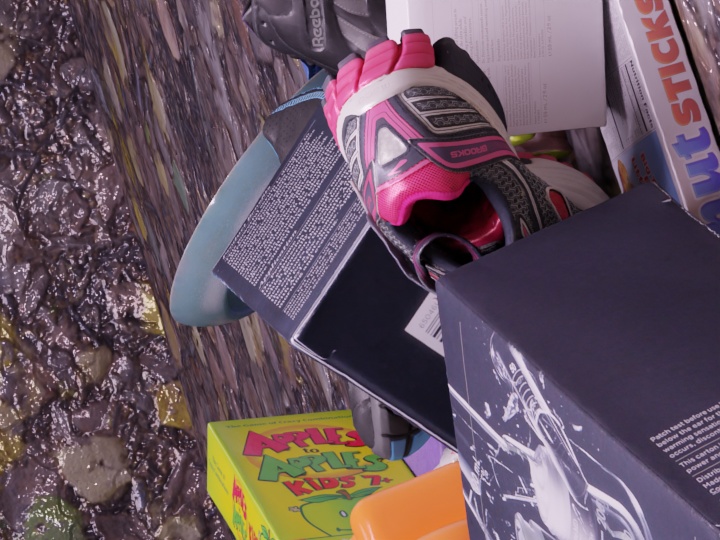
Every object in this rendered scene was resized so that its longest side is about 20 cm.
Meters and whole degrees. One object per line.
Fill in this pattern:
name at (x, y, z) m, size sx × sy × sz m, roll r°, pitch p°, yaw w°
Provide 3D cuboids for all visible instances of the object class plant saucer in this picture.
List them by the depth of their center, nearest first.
plant saucer at (-0.040, -0.043, 1.475) m, size 0.027 × 0.200 × 0.200 m, roll 36°, pitch 158°, yaw 13°

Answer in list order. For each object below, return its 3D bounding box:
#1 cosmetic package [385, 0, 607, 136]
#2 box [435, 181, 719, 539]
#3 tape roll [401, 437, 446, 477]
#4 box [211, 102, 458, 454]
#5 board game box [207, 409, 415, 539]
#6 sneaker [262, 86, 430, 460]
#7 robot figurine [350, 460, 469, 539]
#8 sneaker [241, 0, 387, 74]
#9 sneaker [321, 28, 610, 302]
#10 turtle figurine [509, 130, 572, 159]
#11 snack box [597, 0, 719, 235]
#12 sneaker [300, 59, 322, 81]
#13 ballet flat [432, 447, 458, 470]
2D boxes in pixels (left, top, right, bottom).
cosmetic package at (0.049, -0.155, 0.981) m, size 0.051 × 0.082 × 0.201 m, roll -128°, pitch 33°, yaw -69°
box at (0.125, 0.104, 0.923) m, size 0.182 × 0.104 × 0.201 m, roll 44°, pitch 150°, yaw 48°
tape roll at (0.041, 0.027, 1.429) m, size 0.200 × 0.065 × 0.201 m, roll 163°, pitch 90°, yaw -80°
box at (0.033, 0.011, 1.155) m, size 0.148 × 0.107 × 0.200 m, roll 34°, pitch 180°, yaw -16°
board game box at (-0.019, 0.142, 1.442) m, size 0.200 × 0.101 × 0.048 m, roll -131°, pitch 39°, yaw -65°
sneaker at (0.000, 0.000, 1.303) m, size 0.082 × 0.073 × 0.201 m, roll -2°, pitch 97°, yaw 37°
robot figurine at (0.062, 0.188, 1.114) m, size 0.144 × 0.116 × 0.200 m, roll -44°, pitch 60°, yaw 35°
sneaker at (-0.005, -0.123, 1.164) m, size 0.200 × 0.087 × 0.076 m, roll 59°, pitch -157°, yaw -25°
sneaker at (0.051, -0.009, 0.979) m, size 0.200 × 0.080 × 0.075 m, roll 39°, pitch -153°, yaw -45°
turtle figurine at (0.059, -0.128, 1.099) m, size 0.200 × 0.064 × 0.162 m, roll 50°, pitch -149°, yaw -78°
snack box at (0.131, -0.021, 1.002) m, size 0.072 × 0.024 × 0.201 m, roll 138°, pitch 115°, yaw -76°
sneaker at (-0.022, -0.165, 1.431) m, size 0.200 × 0.070 × 0.078 m, roll 129°, pitch 117°, yaw -80°
ballet flat at (0.053, 0.147, 1.324) m, size 0.076 × 0.064 × 0.201 m, roll 22°, pitch -101°, yaw -62°
